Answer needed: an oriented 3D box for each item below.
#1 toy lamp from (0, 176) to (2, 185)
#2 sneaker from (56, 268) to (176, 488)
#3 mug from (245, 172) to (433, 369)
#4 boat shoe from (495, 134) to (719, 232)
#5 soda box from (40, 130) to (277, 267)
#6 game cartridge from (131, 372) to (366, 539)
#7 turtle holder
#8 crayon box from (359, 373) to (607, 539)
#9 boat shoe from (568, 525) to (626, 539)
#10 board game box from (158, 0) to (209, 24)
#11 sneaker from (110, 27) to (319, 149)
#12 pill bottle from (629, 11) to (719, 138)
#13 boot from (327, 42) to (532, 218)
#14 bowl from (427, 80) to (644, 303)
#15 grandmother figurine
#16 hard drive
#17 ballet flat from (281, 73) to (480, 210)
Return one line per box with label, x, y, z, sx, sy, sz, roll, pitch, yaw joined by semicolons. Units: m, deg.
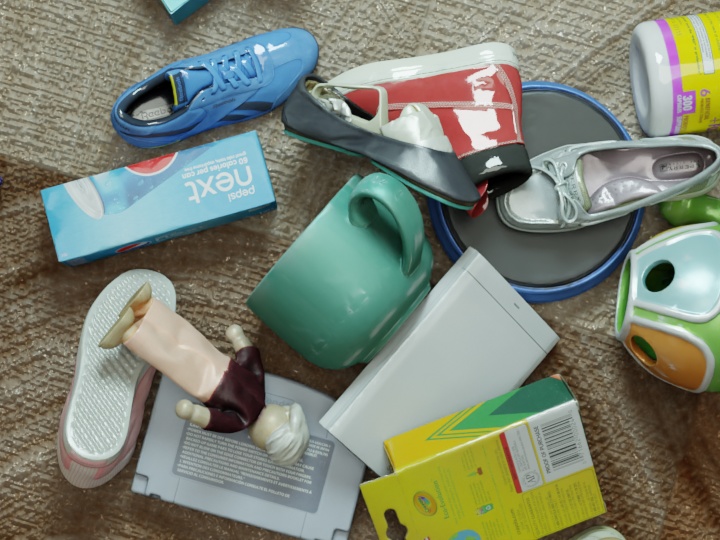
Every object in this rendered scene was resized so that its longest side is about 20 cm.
toy lamp;-0.398;-0.019;1.512;0.058;0.058;0.200;41;88;3
sneaker;-0.220;0.100;1.502;0.075;0.105;0.202;18;56;-5
mug;-0.007;0.008;1.448;0.114;0.185;0.152;42;82;-1
boat shoe;0.214;-0.079;1.471;0.200;0.065;0.075;-8;86;9
soda box;-0.178;-0.063;1.513;0.198;0.064;0.068;-16;86;-2
game cartridge;-0.092;0.158;1.511;0.198;0.042;0.134;16;82;1
turtle holder;0.294;0.012;1.473;0.130;0.141;0.187;9;87;1
crayon box;0.103;0.184;1.474;0.198;0.051;0.128;-20;119;-3
boat shoe;0.156;0.297;1.486;0.200;0.066;0.074;-42;87;-3
board game box;-0.133;-0.345;1.542;0.199;0.047;0.152;-36;86;-3
sneaker;-0.128;-0.165;1.515;0.199;0.078;0.066;-23;84;-4
pill bottle;0.344;-0.181;1.505;0.198;0.104;0.105;-8;86;-1
boot;0.048;-0.109;1.486;0.198;0.072;0.146;-11;71;16
bowl;0.160;-0.072;1.528;0.198;0.039;0.203;0;86;-1
grandmother figurine;-0.123;0.094;1.458;0.200;0.061;0.122;40;51;-10
hard drive;0.072;0.096;1.488;0.200;0.027;0.132;-49;124;-4
ballet flat;0.020;-0.117;1.434;0.199;0.073;0.074;25;86;25
